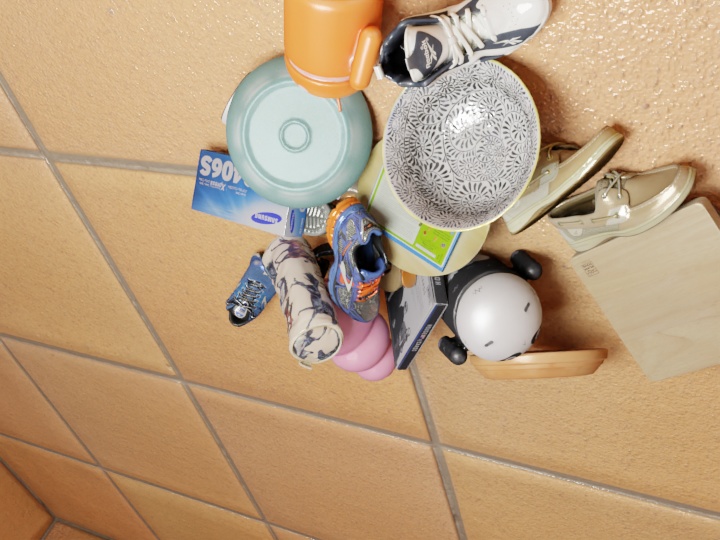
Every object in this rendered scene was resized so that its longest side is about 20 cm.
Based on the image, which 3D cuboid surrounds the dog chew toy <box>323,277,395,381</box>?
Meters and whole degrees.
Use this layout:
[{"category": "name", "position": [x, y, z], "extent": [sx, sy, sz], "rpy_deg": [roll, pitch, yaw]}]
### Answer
[{"category": "dog chew toy", "position": [-0.011, 0.102, 1.325], "extent": [0.124, 0.125, 0.200], "rpy_deg": [-8, 135, 41]}]

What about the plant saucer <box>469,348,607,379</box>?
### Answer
[{"category": "plant saucer", "position": [0.259, 0.136, 1.219], "extent": [0.197, 0.038, 0.200], "rpy_deg": [-2, 175, 0]}]

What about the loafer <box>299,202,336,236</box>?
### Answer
[{"category": "loafer", "position": [-0.106, -0.092, 1.275], "extent": [0.199, 0.076, 0.069], "rpy_deg": [23, -169, 36]}]

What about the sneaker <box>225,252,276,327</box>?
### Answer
[{"category": "sneaker", "position": [-0.188, 0.044, 1.483], "extent": [0.078, 0.090, 0.200], "rpy_deg": [30, 144, -2]}]

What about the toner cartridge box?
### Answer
[{"category": "toner cartridge box", "position": [-0.165, -0.117, 1.246], "extent": [0.198, 0.043, 0.096], "rpy_deg": [16, 101, 35]}]

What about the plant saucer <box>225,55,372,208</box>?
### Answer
[{"category": "plant saucer", "position": [-0.083, -0.178, 1.096], "extent": [0.197, 0.036, 0.203], "rpy_deg": [1, 105, 4]}]

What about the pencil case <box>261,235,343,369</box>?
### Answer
[{"category": "pencil case", "position": [-0.086, 0.043, 1.218], "extent": [0.077, 0.201, 0.090], "rpy_deg": [7, 131, -30]}]

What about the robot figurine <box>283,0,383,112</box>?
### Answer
[{"category": "robot figurine", "position": [-0.032, -0.283, 0.965], "extent": [0.142, 0.117, 0.201], "rpy_deg": [21, 143, 11]}]

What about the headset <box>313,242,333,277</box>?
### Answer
[{"category": "headset", "position": [-0.056, 0.018, 1.396], "extent": [0.123, 0.094, 0.199], "rpy_deg": [42, 127, -20]}]

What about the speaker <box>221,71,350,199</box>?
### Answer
[{"category": "speaker", "position": [-0.089, -0.183, 1.155], "extent": [0.199, 0.082, 0.081], "rpy_deg": [34, 144, -4]}]

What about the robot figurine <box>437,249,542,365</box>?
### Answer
[{"category": "robot figurine", "position": [0.176, 0.050, 1.164], "extent": [0.123, 0.200, 0.152], "rpy_deg": [1, 103, -10]}]

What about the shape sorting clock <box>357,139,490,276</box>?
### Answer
[{"category": "shape sorting clock", "position": [0.084, -0.091, 1.122], "extent": [0.198, 0.039, 0.203], "rpy_deg": [13, 116, 29]}]

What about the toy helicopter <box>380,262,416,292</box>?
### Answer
[{"category": "toy helicopter", "position": [0.033, -0.058, 1.213], "extent": [0.132, 0.078, 0.202], "rpy_deg": [26, 134, 43]}]

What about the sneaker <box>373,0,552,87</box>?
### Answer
[{"category": "sneaker", "position": [0.099, -0.244, 0.889], "extent": [0.197, 0.130, 0.080], "rpy_deg": [-5, 117, 30]}]

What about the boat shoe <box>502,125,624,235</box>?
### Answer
[{"category": "boat shoe", "position": [0.232, -0.117, 1.016], "extent": [0.067, 0.074, 0.200], "rpy_deg": [55, 137, 8]}]

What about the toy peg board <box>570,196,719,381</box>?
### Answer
[{"category": "toy peg board", "position": [0.407, 0.012, 1.048], "extent": [0.200, 0.098, 0.199], "rpy_deg": [54, 140, -6]}]

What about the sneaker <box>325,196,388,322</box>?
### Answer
[{"category": "sneaker", "position": [0.000, 0.000, 1.152], "extent": [0.078, 0.075, 0.202], "rpy_deg": [38, 150, 40]}]

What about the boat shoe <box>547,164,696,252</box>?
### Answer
[{"category": "boat shoe", "position": [0.308, -0.083, 1.006], "extent": [0.065, 0.073, 0.199], "rpy_deg": [39, 149, -15]}]

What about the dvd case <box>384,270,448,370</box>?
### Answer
[{"category": "dvd case", "position": [0.079, 0.036, 1.247], "extent": [0.024, 0.152, 0.201], "rpy_deg": [3, 147, -15]}]

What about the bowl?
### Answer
[{"category": "bowl", "position": [0.133, -0.146, 1.004], "extent": [0.198, 0.204, 0.094], "rpy_deg": [0, 179, 29]}]
